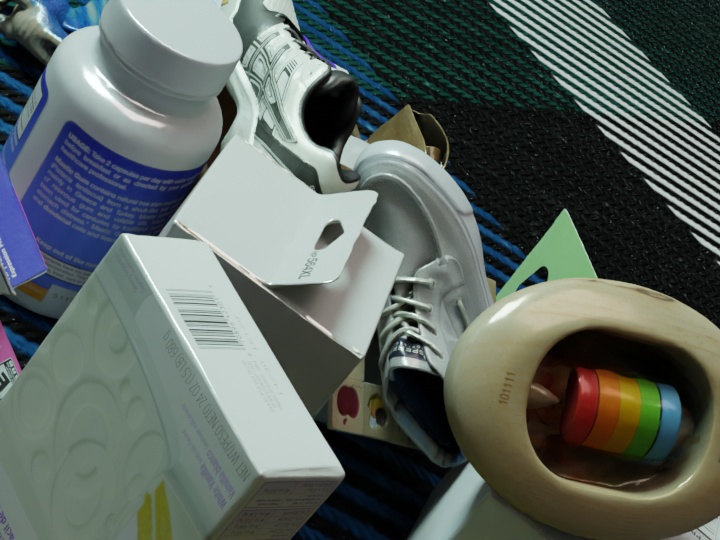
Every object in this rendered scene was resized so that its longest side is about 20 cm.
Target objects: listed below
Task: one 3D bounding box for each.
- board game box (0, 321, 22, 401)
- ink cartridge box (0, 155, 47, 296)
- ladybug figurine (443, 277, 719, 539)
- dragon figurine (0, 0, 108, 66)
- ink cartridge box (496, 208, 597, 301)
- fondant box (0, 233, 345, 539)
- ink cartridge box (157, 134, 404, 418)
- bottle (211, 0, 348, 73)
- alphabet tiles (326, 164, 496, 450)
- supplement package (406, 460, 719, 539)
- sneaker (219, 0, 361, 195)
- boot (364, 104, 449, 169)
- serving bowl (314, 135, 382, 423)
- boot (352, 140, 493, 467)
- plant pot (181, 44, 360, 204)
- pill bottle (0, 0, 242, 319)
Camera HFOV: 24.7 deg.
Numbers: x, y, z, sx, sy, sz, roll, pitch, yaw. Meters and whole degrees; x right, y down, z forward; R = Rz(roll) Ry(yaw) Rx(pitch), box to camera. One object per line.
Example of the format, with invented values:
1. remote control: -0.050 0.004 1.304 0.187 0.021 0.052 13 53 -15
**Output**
1. board game box: -0.264 0.036 0.769 0.200 0.064 0.148 -32 102 -55
2. ink cartridge box: -0.212 -0.038 0.884 0.037 0.200 0.095 -24 101 -19
3. ladybug figurine: 0.130 0.075 0.889 0.199 0.137 0.072 18 -6 -21
4. dragon figurine: -0.224 -0.189 1.228 0.099 0.059 0.201 28 30 -19
5. ink cartridge box: 0.124 0.064 1.181 0.048 0.146 0.201 17 35 -32
6. fondant box: -0.113 0.104 0.779 0.058 0.200 0.145 4 43 -48
7. ink cartridge box: -0.075 0.032 0.931 0.125 0.200 0.129 35 28 -7
8. bottle: -0.102 -0.187 1.364 0.199 0.065 0.084 25 32 -25
9. alphabet tiles: 0.038 0.035 1.085 0.200 0.008 0.169 21 65 -53
10. supplement package: 0.116 0.180 0.994 0.150 0.152 0.200 38 28 1
11. sneaker: -0.038 -0.112 1.029 0.076 0.087 0.201 38 38 -48
12. boot: 0.042 -0.063 1.347 0.073 0.076 0.201 24 32 -29
13. serving bowl: 0.000 0.000 1.102 0.200 0.065 0.202 21 65 -53
14. boot: 0.040 0.025 1.015 0.201 0.073 0.096 64 31 -26
15. plant pot: -0.083 -0.061 1.133 0.200 0.092 0.203 20 66 -53
16. pill bottle: -0.152 -0.075 0.993 0.112 0.200 0.112 26 31 -18
